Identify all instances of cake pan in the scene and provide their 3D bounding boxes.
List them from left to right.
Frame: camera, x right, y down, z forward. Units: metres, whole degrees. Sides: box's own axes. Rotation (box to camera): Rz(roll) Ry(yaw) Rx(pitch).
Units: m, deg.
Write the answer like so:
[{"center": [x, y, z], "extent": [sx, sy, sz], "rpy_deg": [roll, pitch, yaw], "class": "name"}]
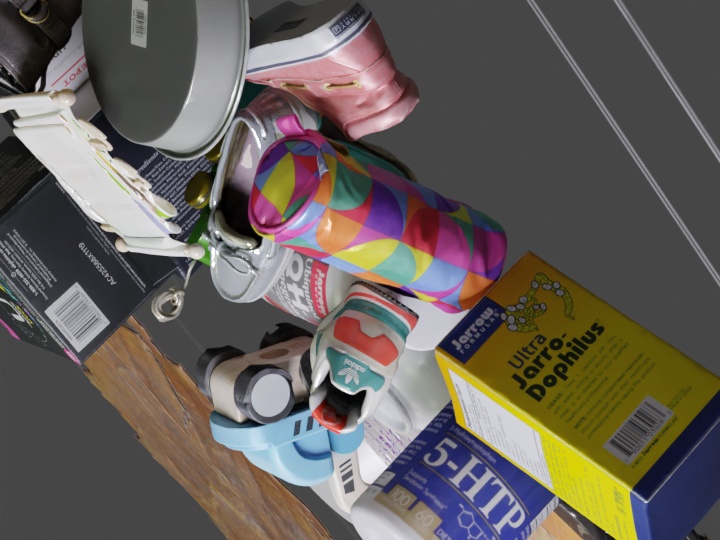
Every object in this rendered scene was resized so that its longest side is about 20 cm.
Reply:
[{"center": [-0.147, -0.180, 1.514], "extent": [0.200, 0.037, 0.202], "rpy_deg": [11, 104, 54], "class": "cake pan"}]

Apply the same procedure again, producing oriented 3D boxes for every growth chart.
[{"center": [-0.203, -0.072, 1.619], "extent": [0.144, 0.018, 0.200], "rpy_deg": [10, 147, 48], "class": "growth chart"}]

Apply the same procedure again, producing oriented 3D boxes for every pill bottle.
[{"center": [0.000, 0.000, 1.663], "extent": [0.200, 0.111, 0.111], "rpy_deg": [22, 152, 54], "class": "pill bottle"}, {"center": [0.099, 0.160, 1.645], "extent": [0.120, 0.200, 0.120], "rpy_deg": [40, 163, 15], "class": "pill bottle"}]

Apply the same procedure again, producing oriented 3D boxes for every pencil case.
[{"center": [0.013, -0.036, 1.485], "extent": [0.199, 0.089, 0.088], "rpy_deg": [25, 178, -38], "class": "pencil case"}]

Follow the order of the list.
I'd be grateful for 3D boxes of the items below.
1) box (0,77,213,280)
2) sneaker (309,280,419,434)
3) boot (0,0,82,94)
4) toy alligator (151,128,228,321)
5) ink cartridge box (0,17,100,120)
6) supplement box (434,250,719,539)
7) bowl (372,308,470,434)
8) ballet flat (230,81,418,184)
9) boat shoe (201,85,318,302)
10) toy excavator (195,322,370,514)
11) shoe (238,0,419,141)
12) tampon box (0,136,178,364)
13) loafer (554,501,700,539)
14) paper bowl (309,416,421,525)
[{"center": [-0.217, -0.123, 1.885], "extent": [0.196, 0.117, 0.200], "rpy_deg": [28, 157, 44], "class": "box"}, {"center": [-0.015, 0.082, 1.566], "extent": [0.070, 0.094, 0.200], "rpy_deg": [30, 157, 1], "class": "sneaker"}, {"center": [-0.269, -0.252, 1.599], "extent": [0.200, 0.174, 0.069], "rpy_deg": [47, 164, -11], "class": "boot"}, {"center": [-0.109, -0.047, 1.680], "extent": [0.059, 0.201, 0.054], "rpy_deg": [29, 170, -32], "class": "toy alligator"}, {"center": [-0.268, -0.213, 1.798], "extent": [0.200, 0.116, 0.068], "rpy_deg": [28, 158, 44], "class": "ink cartridge box"}, {"center": [0.166, 0.098, 1.494], "extent": [0.200, 0.110, 0.109], "rpy_deg": [35, 161, 29], "class": "supplement box"}, {"center": [0.037, 0.077, 1.796], "extent": [0.201, 0.090, 0.201], "rpy_deg": [41, 164, 14], "class": "bowl"}, {"center": [-0.027, -0.087, 1.612], "extent": [0.200, 0.071, 0.071], "rpy_deg": [36, 161, 29], "class": "ballet flat"}, {"center": [-0.087, -0.052, 1.586], "extent": [0.074, 0.065, 0.203], "rpy_deg": [40, 135, 21], "class": "boat shoe"}, {"center": [-0.030, 0.148, 1.763], "extent": [0.100, 0.193, 0.201], "rpy_deg": [18, 121, 57], "class": "toy excavator"}, {"center": [-0.033, -0.139, 1.479], "extent": [0.091, 0.071, 0.200], "rpy_deg": [54, 158, -18], "class": "shoe"}, {"center": [-0.283, -0.022, 1.858], "extent": [0.150, 0.126, 0.200], "rpy_deg": [52, 162, -21], "class": "tampon box"}, {"center": [0.215, 0.205, 1.727], "extent": [0.200, 0.073, 0.071], "rpy_deg": [46, 175, 14], "class": "loafer"}, {"center": [-0.003, 0.185, 2.130], "extent": [0.200, 0.104, 0.201], "rpy_deg": [42, 165, 14], "class": "paper bowl"}]
